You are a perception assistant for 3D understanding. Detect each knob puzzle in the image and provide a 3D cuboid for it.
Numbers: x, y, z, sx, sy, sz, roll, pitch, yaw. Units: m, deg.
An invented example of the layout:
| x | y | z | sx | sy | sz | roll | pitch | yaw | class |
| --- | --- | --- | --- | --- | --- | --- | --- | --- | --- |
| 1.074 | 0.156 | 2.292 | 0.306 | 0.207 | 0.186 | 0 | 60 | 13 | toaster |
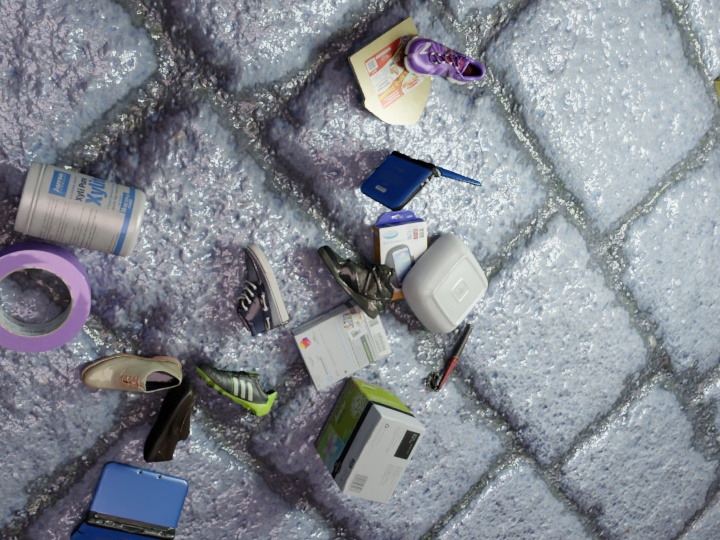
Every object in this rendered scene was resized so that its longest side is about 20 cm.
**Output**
| x | y | z | sx | sy | sz | roll | pitch | yaw | class |
| --- | --- | --- | --- | --- | --- | --- | --- | --- | --- |
| 0.072 | -0.396 | 1.397 | 0.219 | 0.030 | 0.221 | -11 | 109 | -34 | knob puzzle |

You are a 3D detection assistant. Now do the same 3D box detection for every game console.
| x | y | z | sx | sy | sz | roll | pitch | yaw | class |
| --- | --- | --- | --- | --- | --- | --- | --- | --- | --- |
| -0.510 | 0.534 | 1.480 | 0.199 | 0.119 | 0.171 | 25 | 128 | -27 | game console |
| 0.121 | -0.175 | 1.392 | 0.171 | 0.200 | 0.118 | -46 | 117 | -2 | game console |

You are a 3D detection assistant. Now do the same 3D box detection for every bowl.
| x | y | z | sx | sy | sz | roll | pitch | yaw | class |
| --- | --- | --- | --- | --- | --- | --- | --- | --- | --- |
| 0.209 | 0.039 | 1.550 | 0.200 | 0.075 | 0.200 | -47 | 126 | -13 | bowl |

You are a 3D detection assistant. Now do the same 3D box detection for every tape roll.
| x | y | z | sx | sy | sz | roll | pitch | yaw | class |
| --- | --- | --- | --- | --- | --- | --- | --- | --- | --- |
| -0.613 | 0.050 | 1.251 | 0.199 | 0.066 | 0.201 | -7 | 111 | -20 | tape roll |

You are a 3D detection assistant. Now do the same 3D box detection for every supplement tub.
| x | y | z | sx | sy | sz | roll | pitch | yaw | class |
| --- | --- | --- | --- | --- | --- | --- | --- | --- | --- |
| -0.504 | -0.108 | 1.206 | 0.199 | 0.132 | 0.133 | 15 | 101 | -27 | supplement tub |

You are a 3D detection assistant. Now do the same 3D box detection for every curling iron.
| x | y | z | sx | sy | sz | roll | pitch | yaw | class |
| --- | --- | --- | --- | --- | --- | --- | --- | --- | --- |
| 0.228 | 0.221 | 1.673 | 0.049 | 0.026 | 0.201 | 33 | 92 | -31 | curling iron |

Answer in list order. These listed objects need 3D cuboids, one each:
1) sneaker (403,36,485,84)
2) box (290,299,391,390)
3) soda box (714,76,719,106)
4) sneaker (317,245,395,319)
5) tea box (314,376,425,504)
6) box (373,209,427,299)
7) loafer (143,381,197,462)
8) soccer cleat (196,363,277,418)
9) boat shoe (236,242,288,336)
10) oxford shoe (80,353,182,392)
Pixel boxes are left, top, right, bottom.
| x | y | z | sx | sy | sz | roll | pitch | yaw | class |
| --- | --- | --- | --- | --- | --- | --- | --- | --- | --- |
| 0.179 | -0.439 | 1.389 | 0.199 | 0.083 | 0.081 | 1 | 103 | -32 | sneaker |
| -0.042 | 0.165 | 1.536 | 0.199 | 0.041 | 0.157 | -27 | 114 | -14 | box |
| 1.000 | -0.426 | 1.754 | 0.068 | 0.064 | 0.201 | -34 | 116 | -8 | soda box |
| 0.000 | 0.000 | 1.462 | 0.114 | 0.076 | 0.199 | -44 | 99 | 2 | sneaker |
| 0.017 | 0.389 | 1.546 | 0.133 | 0.197 | 0.201 | 24 | 96 | -28 | tea box |
| 0.093 | -0.035 | 1.526 | 0.118 | 0.041 | 0.201 | -11 | 113 | -19 | box |
| -0.397 | 0.327 | 1.434 | 0.071 | 0.073 | 0.201 | 23 | 106 | -32 | loafer |
| -0.271 | 0.247 | 1.464 | 0.200 | 0.067 | 0.081 | 41 | 72 | -29 | soccer cleat |
| -0.224 | 0.047 | 1.402 | 0.092 | 0.075 | 0.201 | -28 | 116 | -20 | boat shoe |
| -0.464 | 0.214 | 1.360 | 0.199 | 0.074 | 0.071 | -4 | 109 | -21 | oxford shoe |
